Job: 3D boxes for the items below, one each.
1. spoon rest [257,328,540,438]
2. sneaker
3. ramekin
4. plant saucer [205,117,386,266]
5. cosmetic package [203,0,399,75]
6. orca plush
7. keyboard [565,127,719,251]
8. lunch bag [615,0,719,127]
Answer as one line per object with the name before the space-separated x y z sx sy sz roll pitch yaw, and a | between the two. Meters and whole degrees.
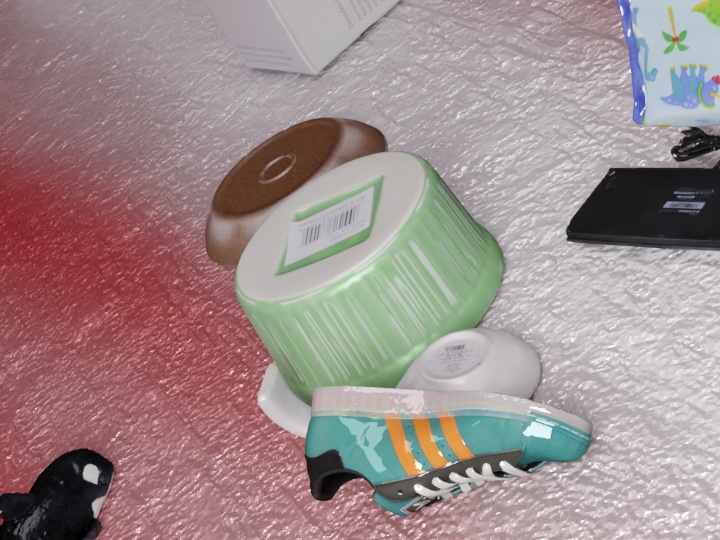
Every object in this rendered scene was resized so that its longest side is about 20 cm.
spoon rest | 0.031 0.086 1.174 0.199 0.061 0.100 -7 37 20
sneaker | 0.054 0.120 1.078 0.199 0.071 0.080 0 75 31
ramekin | 0.000 0.000 1.283 0.199 0.098 0.200 -27 28 16
plant saucer | -0.070 -0.084 1.567 0.200 0.037 0.201 -26 29 16
cosmetic package | -0.061 -0.340 1.825 0.200 0.165 0.165 -44 28 -18
orca plush | -0.274 0.204 1.296 0.200 0.071 0.105 -44 28 -17
keyboard | 0.245 -0.057 1.187 0.200 0.021 0.127 6 49 51
lunch bag | 0.306 -0.166 1.180 0.170 0.128 0.199 -1 13 45
